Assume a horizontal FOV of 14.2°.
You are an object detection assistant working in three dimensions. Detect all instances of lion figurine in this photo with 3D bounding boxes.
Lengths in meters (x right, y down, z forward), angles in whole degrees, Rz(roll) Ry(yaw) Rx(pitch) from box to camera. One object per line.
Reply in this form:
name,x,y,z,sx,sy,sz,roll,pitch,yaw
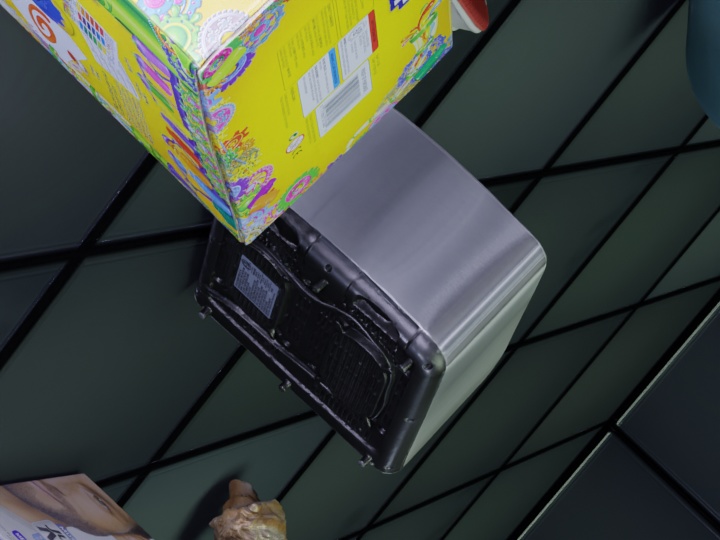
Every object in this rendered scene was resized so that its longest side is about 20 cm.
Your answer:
lion figurine,-0.123,0.252,2.319,0.200,0.073,0.122,-46,160,16

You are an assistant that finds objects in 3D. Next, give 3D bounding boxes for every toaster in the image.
toaster,0.000,0.000,1.748,0.119,0.181,0.200,-44,167,-25

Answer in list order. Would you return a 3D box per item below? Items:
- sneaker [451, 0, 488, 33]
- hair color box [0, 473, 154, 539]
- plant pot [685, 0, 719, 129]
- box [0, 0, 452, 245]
sneaker,-0.020,-0.164,1.428,0.115,0.079,0.200,-17,142,17
hair color box,-0.194,0.190,1.833,0.065,0.109,0.200,-50,167,9
plant pot,0.340,-0.208,2.182,0.201,0.200,0.161,-44,155,-11
box,-0.074,-0.141,1.077,0.122,0.193,0.200,-44,167,-10
